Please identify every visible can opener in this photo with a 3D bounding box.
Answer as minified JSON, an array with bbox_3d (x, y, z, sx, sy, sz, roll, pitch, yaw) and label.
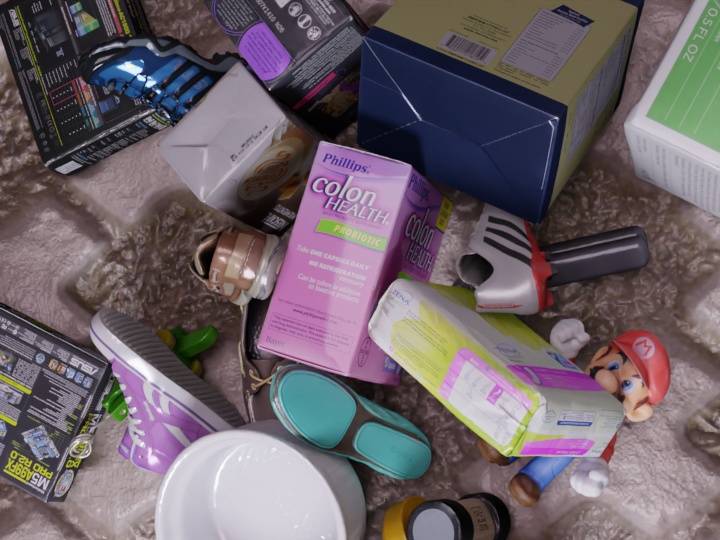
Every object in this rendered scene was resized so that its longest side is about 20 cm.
[{"bbox_3d":[0.185,0.012,1.361,0.198,0.053,0.067,-12,111,13],"label":"can opener"}]

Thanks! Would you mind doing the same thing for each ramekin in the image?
[{"bbox_3d":[-0.090,0.241,1.351,0.199,0.098,0.202,3,98,20],"label":"ramekin"}]

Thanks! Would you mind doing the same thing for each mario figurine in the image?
[{"bbox_3d":[0.201,0.128,1.299,0.200,0.106,0.123,-43,107,14],"label":"mario figurine"}]

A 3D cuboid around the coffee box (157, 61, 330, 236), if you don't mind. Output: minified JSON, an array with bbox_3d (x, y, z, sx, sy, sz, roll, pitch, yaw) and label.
[{"bbox_3d":[-0.101,-0.113,1.373,0.114,0.200,0.080,-43,72,5],"label":"coffee box"}]

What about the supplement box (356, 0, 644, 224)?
[{"bbox_3d":[0.130,-0.186,1.305,0.199,0.135,0.200,25,52,18],"label":"supplement box"}]

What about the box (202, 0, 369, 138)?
[{"bbox_3d":[-0.050,-0.227,1.375,0.106,0.200,0.123,-39,74,7],"label":"box"}]

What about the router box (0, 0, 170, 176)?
[{"bbox_3d":[-0.298,-0.225,1.518,0.149,0.062,0.201,-24,76,12],"label":"router box"}]

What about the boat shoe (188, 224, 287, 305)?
[{"bbox_3d":[-0.125,-0.012,1.337,0.071,0.200,0.076,19,80,-13],"label":"boat shoe"}]

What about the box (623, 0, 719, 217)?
[{"bbox_3d":[0.358,-0.155,1.248,0.170,0.200,0.200,29,89,16],"label":"box"}]

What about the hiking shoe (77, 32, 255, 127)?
[{"bbox_3d":[-0.189,-0.184,1.423,0.198,0.074,0.087,5,67,-23],"label":"hiking shoe"}]

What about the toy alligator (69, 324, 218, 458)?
[{"bbox_3d":[-0.231,0.115,1.455,0.200,0.059,0.054,-40,33,4],"label":"toy alligator"}]

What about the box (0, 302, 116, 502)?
[{"bbox_3d":[-0.373,0.133,1.498,0.199,0.044,0.161,24,90,18],"label":"box"}]

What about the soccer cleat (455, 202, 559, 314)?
[{"bbox_3d":[0.127,-0.022,1.311,0.084,0.201,0.069,-9,123,-3],"label":"soccer cleat"}]

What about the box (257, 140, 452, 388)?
[{"bbox_3d":[0.000,0.000,1.341,0.096,0.176,0.202,15,86,18],"label":"box"}]

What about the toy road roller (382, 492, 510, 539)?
[{"bbox_3d":[0.079,0.310,1.307,0.145,0.123,0.201,-30,73,24],"label":"toy road roller"}]

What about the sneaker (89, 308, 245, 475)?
[{"bbox_3d":[-0.221,0.134,1.395,0.114,0.073,0.201,-38,114,12],"label":"sneaker"}]

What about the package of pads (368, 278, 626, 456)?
[{"bbox_3d":[0.118,0.087,1.239,0.200,0.154,0.069,40,109,36],"label":"package of pads"}]

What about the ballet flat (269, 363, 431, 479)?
[{"bbox_3d":[-0.020,0.143,1.335,0.068,0.199,0.070,-60,30,-3],"label":"ballet flat"}]

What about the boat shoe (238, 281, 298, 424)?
[{"bbox_3d":[-0.091,0.091,1.414,0.071,0.059,0.202,-3,81,16],"label":"boat shoe"}]
